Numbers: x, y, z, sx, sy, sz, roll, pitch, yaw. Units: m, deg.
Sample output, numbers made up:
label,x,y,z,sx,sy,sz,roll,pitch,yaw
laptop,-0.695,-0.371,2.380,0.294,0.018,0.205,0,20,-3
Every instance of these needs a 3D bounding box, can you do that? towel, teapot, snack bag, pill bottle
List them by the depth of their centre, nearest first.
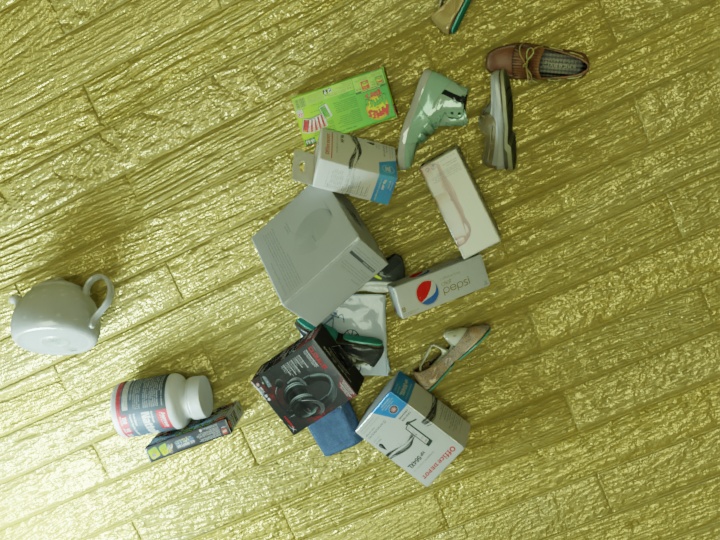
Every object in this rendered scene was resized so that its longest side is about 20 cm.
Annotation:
label,x,y,z,sx,sy,sz,roll,pitch,yaw
teapot,-0.642,0.084,1.775,0.196,0.197,0.149,8,63,-24
snack bag,-0.034,0.134,1.782,0.195,0.021,0.193,-2,102,7
towel,-0.075,0.294,1.793,0.110,0.049,0.203,-21,103,17
pill bottle,-0.428,0.288,1.805,0.196,0.120,0.122,-11,101,8

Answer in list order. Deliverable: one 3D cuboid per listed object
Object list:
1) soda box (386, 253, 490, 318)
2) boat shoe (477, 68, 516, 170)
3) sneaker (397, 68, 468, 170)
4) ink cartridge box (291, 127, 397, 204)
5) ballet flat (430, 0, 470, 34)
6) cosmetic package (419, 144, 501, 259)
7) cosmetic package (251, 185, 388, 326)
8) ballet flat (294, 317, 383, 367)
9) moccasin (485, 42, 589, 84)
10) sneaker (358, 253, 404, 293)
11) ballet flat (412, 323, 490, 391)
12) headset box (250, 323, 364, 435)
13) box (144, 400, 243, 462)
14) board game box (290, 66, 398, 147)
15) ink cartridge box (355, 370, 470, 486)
label,x,y,z,sx,sy,sz,roll,pitch,yaw
soda box,0.157,0.029,1.688,0.197,0.064,0.069,-21,99,-10
boat shoe,0.261,-0.289,1.619,0.067,0.075,0.204,3,120,22
sneaker,0.147,-0.282,1.646,0.116,0.074,0.204,20,101,8
ink cartridge box,-0.031,-0.210,1.634,0.196,0.117,0.069,13,128,-12
ballet flat,0.202,-0.554,1.594,0.063,0.069,0.202,36,102,12
cosmetic package,0.200,-0.138,1.660,0.086,0.103,0.203,-26,96,12
cosmetic package,-0.083,-0.039,1.649,0.199,0.201,0.123,-39,140,10
ballet flat,-0.049,0.158,1.745,0.196,0.073,0.075,15,103,1
moccasin,0.340,-0.396,1.602,0.197,0.078,0.075,11,105,5
sneaker,0.000,0.000,1.732,0.195,0.074,0.087,1,96,-3
ballet flat,0.185,0.168,1.743,0.067,0.068,0.200,43,102,-1
headset box,-0.100,0.218,1.701,0.198,0.077,0.150,-33,101,24
box,-0.361,0.350,1.817,0.197,0.110,0.035,-21,99,9
board game box,-0.031,-0.328,1.673,0.196,0.048,0.104,-16,100,10
ink cartridge box,0.113,0.335,1.759,0.199,0.085,0.147,37,120,-2
